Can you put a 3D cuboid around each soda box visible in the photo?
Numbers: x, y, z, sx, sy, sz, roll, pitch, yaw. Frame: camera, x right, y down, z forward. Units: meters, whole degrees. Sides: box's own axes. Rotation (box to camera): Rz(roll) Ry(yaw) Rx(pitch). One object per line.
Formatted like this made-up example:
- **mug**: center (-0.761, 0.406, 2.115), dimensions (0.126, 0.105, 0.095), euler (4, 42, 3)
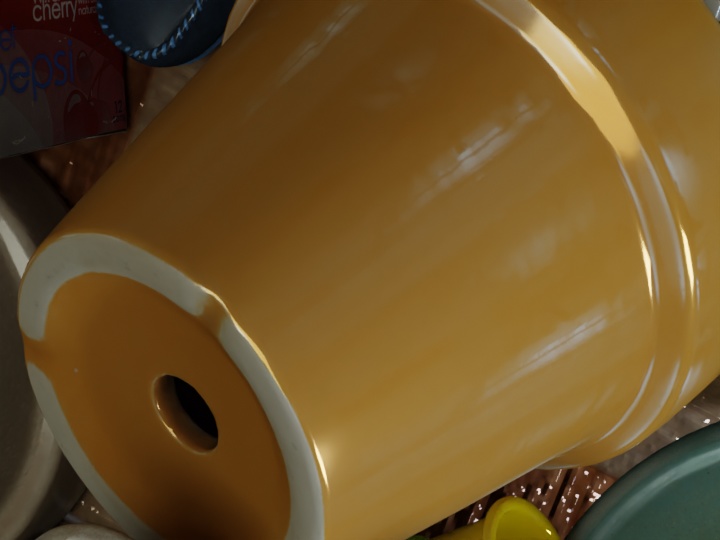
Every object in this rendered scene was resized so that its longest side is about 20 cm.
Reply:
- **soda box**: center (-0.157, -0.072, 0.757), dimensions (0.063, 0.200, 0.071), euler (2, 100, 23)

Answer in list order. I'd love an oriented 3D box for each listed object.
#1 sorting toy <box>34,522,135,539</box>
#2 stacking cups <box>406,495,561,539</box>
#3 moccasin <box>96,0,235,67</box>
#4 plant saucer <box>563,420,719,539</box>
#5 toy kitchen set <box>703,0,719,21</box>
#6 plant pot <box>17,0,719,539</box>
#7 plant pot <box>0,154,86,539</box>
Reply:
- **sorting toy**: center (-0.008, 0.149, 0.661), dimensions (0.199, 0.037, 0.186), euler (25, 152, 7)
- **stacking cups**: center (-0.022, 0.138, 0.745), dimensions (0.199, 0.060, 0.061), euler (-25, 90, 26)
- **moccasin**: center (-0.058, -0.168, 0.769), dimensions (0.080, 0.068, 0.202), euler (24, 109, 17)
- **plant saucer**: center (0.135, 0.128, 0.699), dimensions (0.198, 0.027, 0.202), euler (-15, 54, 21)
- **toy kitchen set**: center (0.051, -0.196, 0.666), dimensions (0.199, 0.163, 0.182), euler (25, 109, 17)
- **plant pot**: center (0.000, 0.000, 0.674), dimensions (0.199, 0.183, 0.202), euler (28, 137, 30)
- **plant pot**: center (-0.218, 0.043, 0.821), dimensions (0.198, 0.174, 0.202), euler (5, 103, 22)
